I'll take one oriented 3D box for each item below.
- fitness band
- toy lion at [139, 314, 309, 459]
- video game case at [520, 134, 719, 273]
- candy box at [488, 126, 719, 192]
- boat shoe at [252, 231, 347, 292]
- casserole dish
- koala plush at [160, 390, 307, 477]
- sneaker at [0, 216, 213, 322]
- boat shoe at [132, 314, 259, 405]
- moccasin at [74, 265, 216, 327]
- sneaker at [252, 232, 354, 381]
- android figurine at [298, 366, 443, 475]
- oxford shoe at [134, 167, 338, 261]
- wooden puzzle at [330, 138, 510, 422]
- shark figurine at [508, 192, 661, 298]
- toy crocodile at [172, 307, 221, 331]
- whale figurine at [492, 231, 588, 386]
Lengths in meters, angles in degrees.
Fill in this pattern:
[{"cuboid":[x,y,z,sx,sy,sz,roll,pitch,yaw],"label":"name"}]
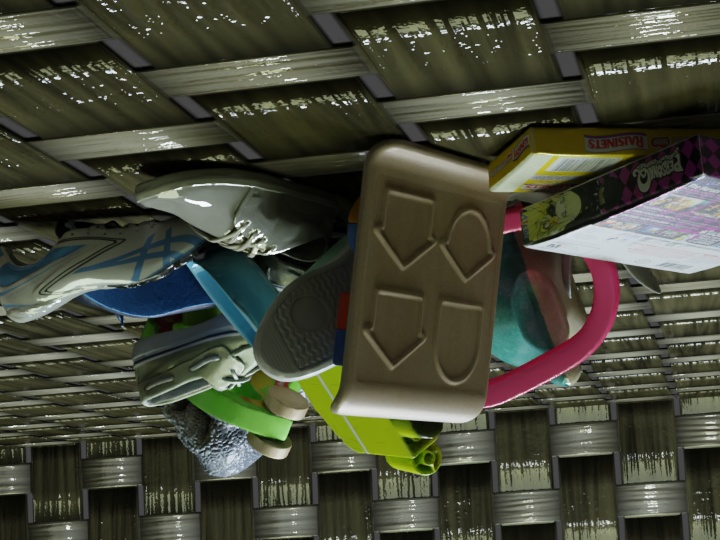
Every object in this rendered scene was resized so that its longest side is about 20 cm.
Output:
[{"cuboid":[0.116,0.029,1.404,0.199,0.144,0.037,-30,-179,22],"label":"fitness band"},{"cuboid":[-0.146,0.104,1.832,0.190,0.069,0.200,23,-162,-4],"label":"toy lion"},{"cuboid":[0.252,-0.045,1.297,0.199,0.036,0.181,7,160,-38],"label":"video game case"},{"cuboid":[0.204,-0.081,1.274,0.198,0.027,0.102,-1,170,-14],"label":"candy box"},{"cuboid":[0.000,0.000,1.547,0.198,0.073,0.062,1,165,-17],"label":"boat shoe"},{"cuboid":[-0.093,0.028,1.452,0.039,0.121,0.200,-40,-168,-7],"label":"casserole dish"},{"cuboid":[-0.119,0.133,2.027,0.199,0.185,0.177,-23,161,31],"label":"koala plush"},{"cuboid":[-0.208,-0.017,1.418,0.198,0.073,0.072,-17,-174,-1],"label":"sneaker"},{"cuboid":[-0.127,0.081,1.608,0.199,0.063,0.072,-17,162,31],"label":"boat shoe"},{"cuboid":[-0.189,0.014,1.540,0.199,0.081,0.068,8,170,-44],"label":"moccasin"},{"cuboid":[-0.023,0.035,1.349,0.200,0.074,0.118,-45,176,-35],"label":"sneaker"},{"cuboid":[0.000,0.101,1.489,0.041,0.183,0.200,-37,-169,-21],"label":"android figurine"},{"cuboid":[-0.089,-0.041,1.325,0.075,0.058,0.199,-9,167,40],"label":"oxford shoe"},{"cuboid":[0.042,0.011,1.293,0.046,0.202,0.185,10,180,38],"label":"wooden puzzle"},{"cuboid":[0.191,-0.019,1.461,0.127,0.090,0.214,-5,168,16],"label":"shark figurine"},{"cuboid":[-0.154,0.042,1.737,0.061,0.068,0.200,-3,170,3],"label":"toy crocodile"},{"cuboid":[0.143,0.033,1.516,0.103,0.160,0.200,-20,-175,8],"label":"whale figurine"}]
